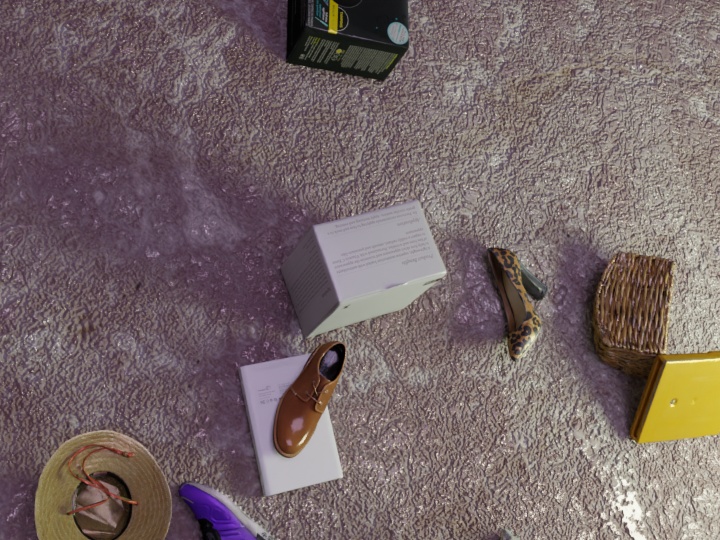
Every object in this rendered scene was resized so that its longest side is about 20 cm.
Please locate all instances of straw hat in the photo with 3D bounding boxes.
[{"bbox_3d":[-0.365,0.336,1.308,0.197,0.085,0.205,9,64,-19],"label":"straw hat"}]

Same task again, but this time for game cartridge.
[{"bbox_3d":[0.600,0.229,1.695,0.196,0.032,0.179,-1,118,-24],"label":"game cartridge"}]

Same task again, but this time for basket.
[{"bbox_3d":[0.510,0.087,1.750,0.140,0.149,0.203,7,66,17],"label":"basket"}]

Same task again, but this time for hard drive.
[{"bbox_3d":[-0.111,0.242,1.472,0.129,0.026,0.204,-8,76,-24],"label":"hard drive"}]

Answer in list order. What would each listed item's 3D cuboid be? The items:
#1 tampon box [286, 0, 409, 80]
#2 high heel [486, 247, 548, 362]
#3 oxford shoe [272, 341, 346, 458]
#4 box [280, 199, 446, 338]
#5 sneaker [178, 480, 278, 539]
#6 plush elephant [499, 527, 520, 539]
[{"bbox_3d":[-0.023,-0.454,1.678,0.196,0.126,0.153,6,71,-20],"label":"tampon box"},{"bbox_3d":[0.257,0.057,1.648,0.142,0.071,0.202,38,47,-13],"label":"high heel"},{"bbox_3d":[-0.078,0.194,1.448,0.071,0.071,0.203,29,66,-11],"label":"oxford shoe"},{"bbox_3d":[0.000,0.000,1.499,0.196,0.200,0.133,-15,76,-25],"label":"box"},{"bbox_3d":[-0.201,0.397,1.361,0.199,0.070,0.100,40,66,-4],"label":"sneaker"},{"bbox_3d":[0.231,0.494,1.452,0.164,0.155,0.201,38,64,-6],"label":"plush elephant"}]
